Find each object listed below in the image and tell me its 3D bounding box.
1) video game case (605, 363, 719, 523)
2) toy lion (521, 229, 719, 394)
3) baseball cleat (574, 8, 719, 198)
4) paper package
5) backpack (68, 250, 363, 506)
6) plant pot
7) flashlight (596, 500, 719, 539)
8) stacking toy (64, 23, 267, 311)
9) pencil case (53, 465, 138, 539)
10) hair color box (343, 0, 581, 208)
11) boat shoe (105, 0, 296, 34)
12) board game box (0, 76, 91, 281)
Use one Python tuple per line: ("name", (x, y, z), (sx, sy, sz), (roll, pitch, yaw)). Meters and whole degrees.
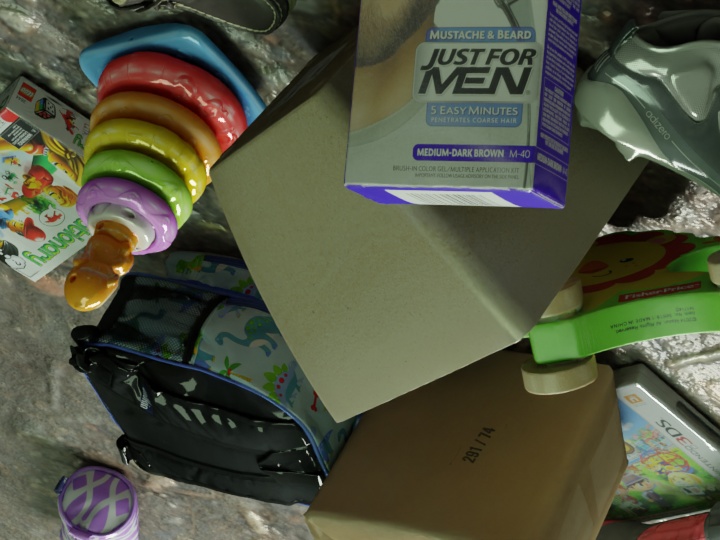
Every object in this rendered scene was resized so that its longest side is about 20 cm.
("video game case", (0.207, 0.150, 1.510), (0.182, 0.022, 0.199), (39, 143, -28))
("toy lion", (0.177, 0.010, 1.187), (0.199, 0.192, 0.069), (-10, 104, 15))
("baseball cleat", (0.226, -0.089, 1.096), (0.199, 0.070, 0.107), (18, 126, -28))
("paper package", (0.085, 0.161, 1.398), (0.189, 0.200, 0.104), (8, 135, 27))
("backpack", (-0.094, 0.083, 1.445), (0.199, 0.147, 0.184), (15, 147, 24))
("plant pot", (0.030, -0.057, 1.140), (0.177, 0.200, 0.200), (48, 141, -12))
("flashlight", (0.251, 0.224, 1.516), (0.068, 0.068, 0.199), (39, 144, -24))
("stacking toy", (-0.147, -0.054, 1.220), (0.115, 0.201, 0.110), (-8, 139, 35))
("pencil case", (-0.270, 0.275, 1.893), (0.083, 0.086, 0.200), (15, 149, 3))
("hair color box", (0.058, -0.137, 0.987), (0.109, 0.202, 0.065), (2, 172, 24))
("boat shoe", (-0.137, -0.189, 1.139), (0.199, 0.065, 0.073), (24, 146, -9))
("board game box", (-0.254, -0.066, 1.416), (0.126, 0.035, 0.200), (33, 146, -21))
